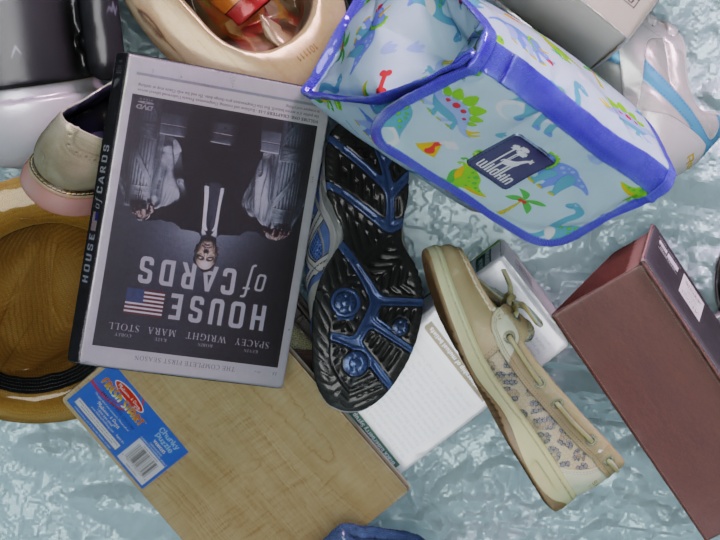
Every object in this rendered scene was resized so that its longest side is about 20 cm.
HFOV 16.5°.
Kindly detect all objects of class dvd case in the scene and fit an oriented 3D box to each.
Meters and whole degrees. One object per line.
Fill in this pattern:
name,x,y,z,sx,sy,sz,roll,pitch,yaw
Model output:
dvd case,-0.103,-0.030,1.612,0.150,0.025,0.200,8,92,-29

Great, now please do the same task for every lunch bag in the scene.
lunch bag,0.085,-0.103,1.571,0.170,0.200,0.128,31,81,-28

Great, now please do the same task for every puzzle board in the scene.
puzzle board,-0.085,0.116,1.692,0.151,0.017,0.200,-40,93,18

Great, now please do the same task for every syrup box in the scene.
syrup box,0.043,0.073,1.719,0.200,0.079,0.081,-37,95,9

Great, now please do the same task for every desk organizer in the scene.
desk organizer,0.219,0.078,1.698,0.077,0.072,0.200,-31,101,21

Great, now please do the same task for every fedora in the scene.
fedora,-0.218,0.008,1.714,0.200,0.082,0.201,-2,120,-3

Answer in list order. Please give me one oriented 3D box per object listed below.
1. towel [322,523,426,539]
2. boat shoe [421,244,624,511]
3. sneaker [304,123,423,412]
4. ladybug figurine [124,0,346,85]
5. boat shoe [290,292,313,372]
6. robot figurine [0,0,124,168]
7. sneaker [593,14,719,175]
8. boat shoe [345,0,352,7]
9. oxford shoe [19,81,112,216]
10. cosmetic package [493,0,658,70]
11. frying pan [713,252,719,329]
towel,-0.035,0.254,1.719,0.200,0.112,0.049,-47,55,26
boat shoe,0.104,0.062,1.642,0.063,0.073,0.200,-29,107,1
sneaker,0.000,0.000,1.684,0.076,0.077,0.200,8,75,-10
ladybug figurine,-0.095,-0.193,1.680,0.136,0.072,0.200,-38,89,-20
boat shoe,-0.084,-0.005,1.727,0.065,0.073,0.200,-31,88,-17
robot figurine,-0.233,-0.169,1.681,0.125,0.150,0.200,-9,98,-12
sneaker,0.167,-0.152,1.687,0.081,0.077,0.200,-32,91,-15
boat shoe,0.033,-0.155,1.682,0.069,0.057,0.200,-18,106,8
oxford shoe,-0.135,-0.095,1.652,0.071,0.200,0.074,41,130,18
cosmetic package,0.177,-0.241,1.620,0.103,0.087,0.200,39,72,-3
frying pan,0.265,0.013,1.723,0.190,0.031,0.115,-5,98,1
